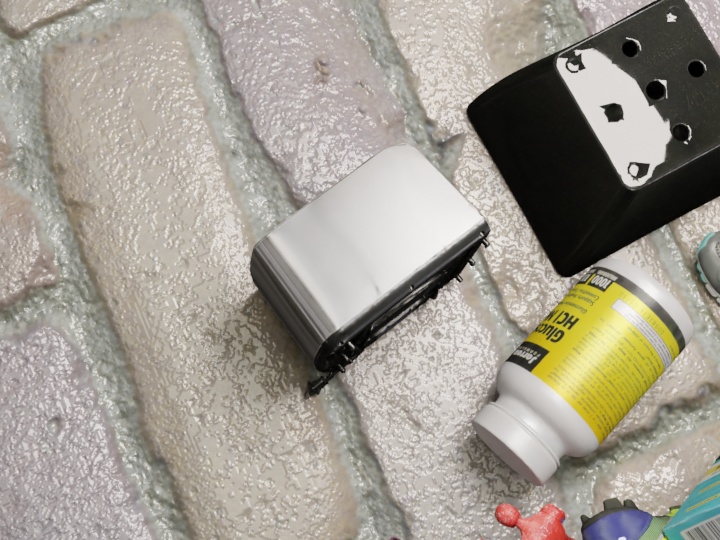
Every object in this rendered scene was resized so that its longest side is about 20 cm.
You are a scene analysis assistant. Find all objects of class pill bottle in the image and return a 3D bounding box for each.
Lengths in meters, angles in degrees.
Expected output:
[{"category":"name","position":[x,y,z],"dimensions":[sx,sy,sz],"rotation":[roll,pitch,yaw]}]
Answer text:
[{"category":"pill bottle","position":[0.197,0.094,1.002],"dimensions":[0.112,0.112,0.200],"rotation":[43,79,4]}]

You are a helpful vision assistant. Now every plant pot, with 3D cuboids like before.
[{"category":"plant pot","position":[0.244,-0.137,1.015],"dimensions":[0.200,0.177,0.200],"rotation":[-27,84,-10]}]

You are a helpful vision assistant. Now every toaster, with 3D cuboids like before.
[{"category":"toaster","position":[0.000,0.000,0.972],"dimensions":[0.200,0.181,0.119],"rotation":[-37,82,-11]}]

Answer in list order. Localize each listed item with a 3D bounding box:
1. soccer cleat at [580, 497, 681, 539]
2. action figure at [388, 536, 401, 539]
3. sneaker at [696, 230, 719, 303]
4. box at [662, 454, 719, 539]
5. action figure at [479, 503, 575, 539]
[{"category":"soccer cleat","position":[0.272,0.249,0.967],"dimensions":[0.200,0.065,0.084],"rotation":[13,45,-36]},{"category":"action figure","position":[0.075,0.312,0.936],"dimensions":[0.200,0.149,0.134],"rotation":[38,88,-30]},{"category":"sneaker","position":[0.412,0.026,1.041],"dimensions":[0.200,0.091,0.078],"rotation":[38,78,3]},{"category":"box","position":[0.347,0.180,0.964],"dimensions":[0.049,0.082,0.200],"rotation":[52,44,6]},{"category":"action figure","position":[0.186,0.262,1.003],"dimensions":[0.200,0.099,0.065],"rotation":[37,75,-20]}]
